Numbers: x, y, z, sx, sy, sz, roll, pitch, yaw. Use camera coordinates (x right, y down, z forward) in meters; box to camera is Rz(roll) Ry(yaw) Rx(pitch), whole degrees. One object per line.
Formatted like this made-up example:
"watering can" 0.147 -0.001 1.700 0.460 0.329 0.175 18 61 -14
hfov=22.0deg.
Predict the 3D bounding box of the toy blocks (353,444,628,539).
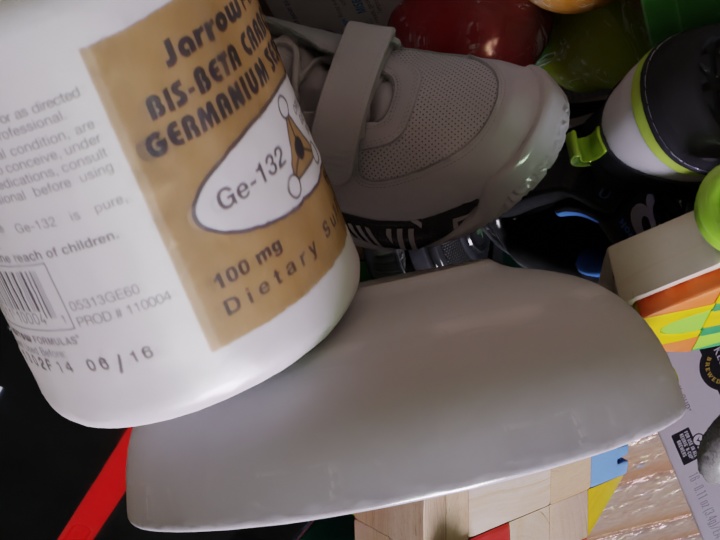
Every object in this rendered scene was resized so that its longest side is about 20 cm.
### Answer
"toy blocks" 0.065 0.102 0.859 0.136 0.100 0.202 -17 114 -35

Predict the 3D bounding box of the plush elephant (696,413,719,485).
"plush elephant" 0.207 0.035 0.879 0.198 0.156 0.165 -13 -165 5

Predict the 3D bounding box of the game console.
"game console" -0.098 0.078 0.811 0.176 0.031 0.200 22 136 -14

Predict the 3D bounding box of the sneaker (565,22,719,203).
"sneaker" 0.163 -0.061 0.717 0.199 0.072 0.083 -1 163 -34

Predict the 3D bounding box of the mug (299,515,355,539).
"mug" 0.042 0.095 0.972 0.114 0.153 0.184 2 174 -41

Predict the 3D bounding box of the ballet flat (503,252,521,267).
"ballet flat" 0.101 0.015 1.001 0.064 0.067 0.200 -41 160 -22

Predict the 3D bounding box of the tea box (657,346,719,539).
"tea box" 0.304 0.118 1.153 0.196 0.201 0.134 -29 151 15

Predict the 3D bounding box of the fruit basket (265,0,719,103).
"fruit basket" 0.068 -0.115 0.726 0.198 0.094 0.185 -9 154 13

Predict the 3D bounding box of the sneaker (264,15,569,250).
"sneaker" -0.030 -0.064 0.674 0.199 0.076 0.115 0 153 33

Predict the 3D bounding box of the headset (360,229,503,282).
"headset" 0.000 0.000 0.829 0.122 0.095 0.200 -5 166 9

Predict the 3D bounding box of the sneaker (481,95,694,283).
"sneaker" 0.145 -0.035 0.784 0.199 0.112 0.073 -9 117 25

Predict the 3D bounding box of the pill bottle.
"pill bottle" -0.084 -0.063 0.572 0.114 0.114 0.201 -21 113 2

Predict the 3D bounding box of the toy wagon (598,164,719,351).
"toy wagon" 0.190 -0.012 0.697 0.198 0.040 0.155 -11 166 1

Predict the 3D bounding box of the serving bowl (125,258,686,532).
"serving bowl" 0.010 0.036 0.652 0.198 0.066 0.200 -12 180 0
